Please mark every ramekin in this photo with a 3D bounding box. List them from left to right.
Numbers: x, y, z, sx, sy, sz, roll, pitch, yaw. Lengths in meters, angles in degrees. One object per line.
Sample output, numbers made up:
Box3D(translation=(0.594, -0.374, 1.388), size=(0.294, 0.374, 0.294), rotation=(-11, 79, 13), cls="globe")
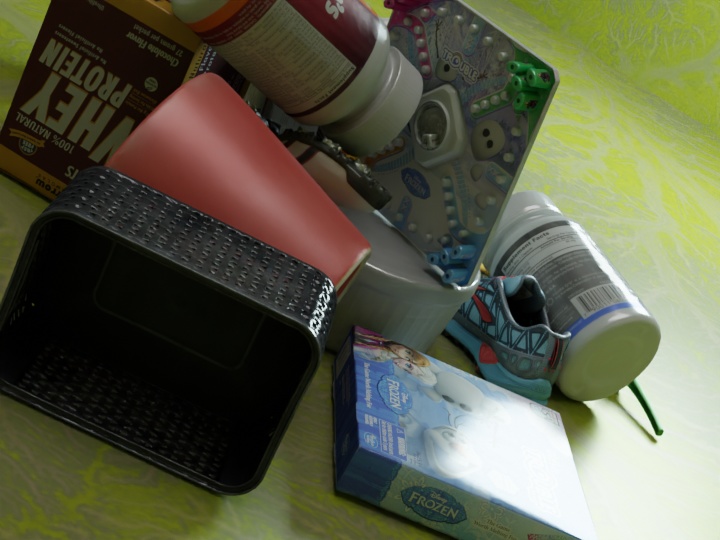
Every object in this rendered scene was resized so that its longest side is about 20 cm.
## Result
Box3D(translation=(0.000, 0.000, 1.231), size=(0.200, 0.095, 0.203), rotation=(23, 21, -10), cls="ramekin")

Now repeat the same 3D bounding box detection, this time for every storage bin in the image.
Box3D(translation=(-0.128, 0.038, 0.915), size=(0.198, 0.136, 0.094), rotation=(26, 22, -3), cls="storage bin")

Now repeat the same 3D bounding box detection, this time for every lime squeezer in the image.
Box3D(translation=(0.244, 0.089, 1.405), size=(0.200, 0.038, 0.070), rotation=(40, 24, 27), cls="lime squeezer")

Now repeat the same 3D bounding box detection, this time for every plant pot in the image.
Box3D(translation=(-0.100, -0.016, 1.034), size=(0.177, 0.201, 0.200), rotation=(38, 21, 3), cls="plant pot")

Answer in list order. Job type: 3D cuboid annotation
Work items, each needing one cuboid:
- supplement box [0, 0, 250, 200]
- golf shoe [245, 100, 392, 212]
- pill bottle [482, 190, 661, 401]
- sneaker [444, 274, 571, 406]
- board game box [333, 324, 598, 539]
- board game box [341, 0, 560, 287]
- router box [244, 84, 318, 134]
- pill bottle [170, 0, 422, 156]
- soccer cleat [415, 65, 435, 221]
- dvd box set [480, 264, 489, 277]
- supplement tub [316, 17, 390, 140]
Box3D(translation=(-0.194, -0.165, 1.231), size=(0.132, 0.199, 0.200), rotation=(30, 21, 6), cls="supplement box")
Box3D(translation=(-0.064, -0.077, 1.145), size=(0.199, 0.089, 0.077), rotation=(25, -4, 29), cls="golf shoe")
Box3D(translation=(0.196, 0.020, 1.365), size=(0.113, 0.114, 0.201), rotation=(10, 35, -38), cls="pill bottle")
Box3D(translation=(0.137, 0.040, 1.304), size=(0.079, 0.096, 0.200), rotation=(12, 25, -36), cls="sneaker")
Box3D(translation=(0.076, 0.136, 1.074), size=(0.197, 0.044, 0.200), rotation=(25, 20, -12), cls="board game box")
Box3D(translation=(0.059, -0.121, 1.170), size=(0.026, 0.202, 0.200), rotation=(-3, 35, -40), cls="board game box")
Box3D(translation=(-0.082, -0.161, 1.354), size=(0.048, 0.202, 0.180), rotation=(13, 24, -18), cls="router box")
Box3D(translation=(-0.046, -0.185, 1.106), size=(0.200, 0.110, 0.110), rotation=(39, 12, -32), cls="pill bottle")
Box3D(translation=(0.083, -0.126, 1.233), size=(0.084, 0.203, 0.068), rotation=(0, 2, -27), cls="soccer cleat")
Box3D(translation=(0.068, -0.043, 1.509), size=(0.198, 0.030, 0.146), rotation=(27, 20, 0), cls="dvd box set")
Box3D(translation=(0.016, -0.131, 1.361), size=(0.139, 0.201, 0.141), rotation=(12, 48, -14), cls="supplement tub")
